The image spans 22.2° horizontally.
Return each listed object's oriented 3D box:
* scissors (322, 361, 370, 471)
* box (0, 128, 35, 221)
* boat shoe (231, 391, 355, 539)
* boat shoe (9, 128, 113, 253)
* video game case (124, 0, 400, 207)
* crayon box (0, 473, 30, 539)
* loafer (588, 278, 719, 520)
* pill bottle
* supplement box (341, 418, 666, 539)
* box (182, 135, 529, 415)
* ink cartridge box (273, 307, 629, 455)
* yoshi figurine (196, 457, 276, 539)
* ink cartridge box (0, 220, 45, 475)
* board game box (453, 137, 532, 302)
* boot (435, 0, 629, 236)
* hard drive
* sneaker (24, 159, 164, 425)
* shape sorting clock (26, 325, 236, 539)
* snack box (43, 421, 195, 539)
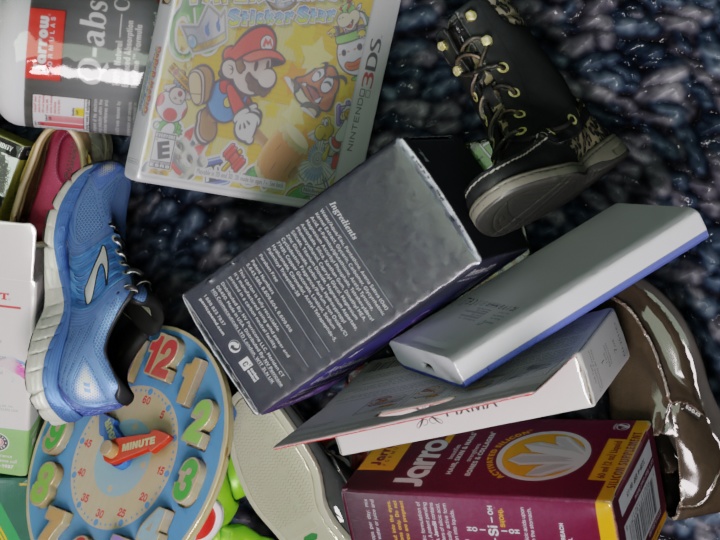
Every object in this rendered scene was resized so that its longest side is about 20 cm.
[{"bbox_3d":[0.005,0.082,1.396,0.073,0.014,0.200,8,94,12],"label":"scissors"},{"bbox_3d":[-0.319,-0.019,1.427,0.075,0.050,0.200,24,98,6],"label":"box"},{"bbox_3d":[-0.033,0.165,1.361,0.072,0.068,0.200,-24,104,34],"label":"boat shoe"},{"bbox_3d":[-0.240,-0.023,1.403,0.074,0.069,0.200,10,95,9],"label":"boat shoe"},{"bbox_3d":[-0.065,-0.140,1.317,0.023,0.200,0.182,19,98,49],"label":"video game case"},{"bbox_3d":[-0.335,0.216,1.439,0.200,0.058,0.119,-1,93,10],"label":"crayon box"},{"bbox_3d":[0.210,0.091,1.316,0.071,0.073,0.200,-28,88,-21],"label":"loafer"},{"bbox_3d":[-0.204,-0.159,1.341,0.200,0.116,0.116,4,94,-7],"label":"pill bottle"},{"bbox_3d":[0.103,0.166,1.298,0.200,0.110,0.086,-1,116,25],"label":"supplement box"},{"bbox_3d":[0.000,0.000,1.302,0.200,0.148,0.104,-35,83,19],"label":"box"},{"bbox_3d":[0.065,0.090,1.262,0.200,0.176,0.045,-14,101,28],"label":"ink cartridge box"},{"bbox_3d":[-0.117,0.197,1.395,0.112,0.112,0.200,-5,76,51],"label":"yoshi figurine"},{"bbox_3d":[-0.291,0.043,1.358,0.117,0.067,0.200,8,111,0],"label":"ink cartridge box"},{"bbox_3d":[0.079,0.006,1.372,0.105,0.023,0.200,-12,91,13],"label":"board game box"},{"bbox_3d":[0.096,-0.111,1.280,0.073,0.204,0.154,-39,82,31],"label":"boot"},{"bbox_3d":[0.128,0.014,1.273,0.200,0.132,0.025,-31,102,-14],"label":"hard drive"},{"bbox_3d":[-0.179,0.014,1.320,0.089,0.079,0.200,-4,67,16],"label":"sneaker"},{"bbox_3d":[-0.168,0.132,1.303,0.200,0.039,0.200,-22,52,30],"label":"shape sorting clock"},{"bbox_3d":[-0.175,0.135,1.364,0.200,0.024,0.072,28,98,47],"label":"snack box"}]
